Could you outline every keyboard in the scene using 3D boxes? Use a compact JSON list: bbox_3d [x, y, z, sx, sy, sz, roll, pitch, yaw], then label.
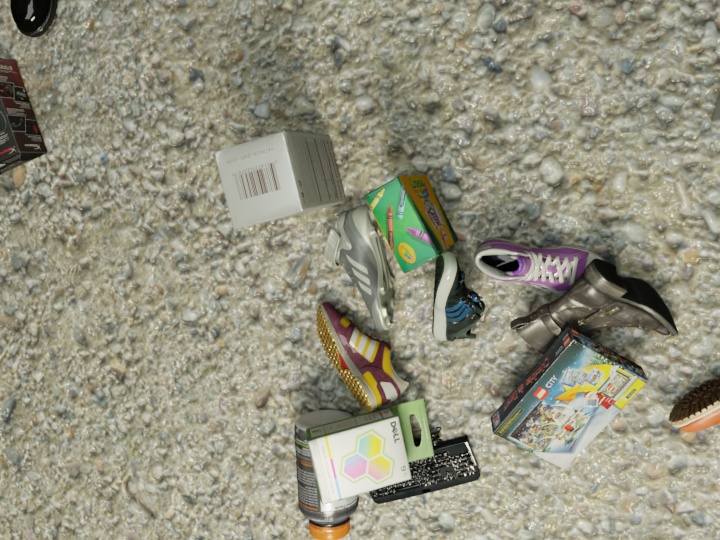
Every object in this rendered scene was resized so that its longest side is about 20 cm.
[{"bbox_3d":[0.092,0.331,1.130,0.198,0.040,0.105,-21,93,17],"label":"keyboard"}]

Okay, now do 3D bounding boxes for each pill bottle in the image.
[{"bbox_3d":[-0.056,0.348,1.140,0.105,0.106,0.203,1,98,16],"label":"pill bottle"}]

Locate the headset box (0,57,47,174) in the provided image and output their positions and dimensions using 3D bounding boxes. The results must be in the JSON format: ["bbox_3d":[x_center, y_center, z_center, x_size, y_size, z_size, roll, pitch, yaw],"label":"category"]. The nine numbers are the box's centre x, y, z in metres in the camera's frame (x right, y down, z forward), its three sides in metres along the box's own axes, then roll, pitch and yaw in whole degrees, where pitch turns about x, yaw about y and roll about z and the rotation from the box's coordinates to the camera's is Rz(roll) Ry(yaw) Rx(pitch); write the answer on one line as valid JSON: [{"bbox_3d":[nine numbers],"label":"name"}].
[{"bbox_3d":[-0.690,-0.289,1.245,0.147,0.075,0.202,-18,93,18],"label":"headset box"}]

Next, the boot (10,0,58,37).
[{"bbox_3d":[-0.594,-0.516,1.140,0.079,0.158,0.214,14,102,13],"label":"boot"}]

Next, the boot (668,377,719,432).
[{"bbox_3d":[0.550,0.201,0.962,0.199,0.075,0.108,-29,95,17],"label":"boot"}]

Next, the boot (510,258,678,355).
[{"bbox_3d":[0.346,0.079,1.004,0.199,0.070,0.174,30,125,-15],"label":"boot"}]

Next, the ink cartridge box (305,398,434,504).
[{"bbox_3d":[0.021,0.281,1.059,0.198,0.059,0.105,-13,98,-8],"label":"ink cartridge box"}]

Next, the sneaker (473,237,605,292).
[{"bbox_3d":[0.264,-0.001,0.992,0.198,0.114,0.074,7,99,14],"label":"sneaker"}]

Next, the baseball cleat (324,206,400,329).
[{"bbox_3d":[0.000,0.000,1.100,0.105,0.070,0.203,-10,86,24],"label":"baseball cleat"}]

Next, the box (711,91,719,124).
[{"bbox_3d":[0.556,-0.282,0.872,0.123,0.097,0.202,13,102,14],"label":"box"}]

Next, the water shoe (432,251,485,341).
[{"bbox_3d":[0.149,0.038,1.014,0.078,0.201,0.072,2,58,5],"label":"water shoe"}]

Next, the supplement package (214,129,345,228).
[{"bbox_3d":[-0.116,-0.141,1.035,0.116,0.200,0.119,-13,95,17],"label":"supplement package"}]

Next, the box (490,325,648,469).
[{"bbox_3d":[0.307,0.194,1.007,0.136,0.038,0.201,28,116,-10],"label":"box"}]

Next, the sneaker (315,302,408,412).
[{"bbox_3d":[0.000,0.132,1.117,0.089,0.075,0.201,-22,69,-23],"label":"sneaker"}]

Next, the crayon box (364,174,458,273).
[{"bbox_3d":[0.080,-0.074,0.988,0.058,0.200,0.120,-27,91,18],"label":"crayon box"}]
